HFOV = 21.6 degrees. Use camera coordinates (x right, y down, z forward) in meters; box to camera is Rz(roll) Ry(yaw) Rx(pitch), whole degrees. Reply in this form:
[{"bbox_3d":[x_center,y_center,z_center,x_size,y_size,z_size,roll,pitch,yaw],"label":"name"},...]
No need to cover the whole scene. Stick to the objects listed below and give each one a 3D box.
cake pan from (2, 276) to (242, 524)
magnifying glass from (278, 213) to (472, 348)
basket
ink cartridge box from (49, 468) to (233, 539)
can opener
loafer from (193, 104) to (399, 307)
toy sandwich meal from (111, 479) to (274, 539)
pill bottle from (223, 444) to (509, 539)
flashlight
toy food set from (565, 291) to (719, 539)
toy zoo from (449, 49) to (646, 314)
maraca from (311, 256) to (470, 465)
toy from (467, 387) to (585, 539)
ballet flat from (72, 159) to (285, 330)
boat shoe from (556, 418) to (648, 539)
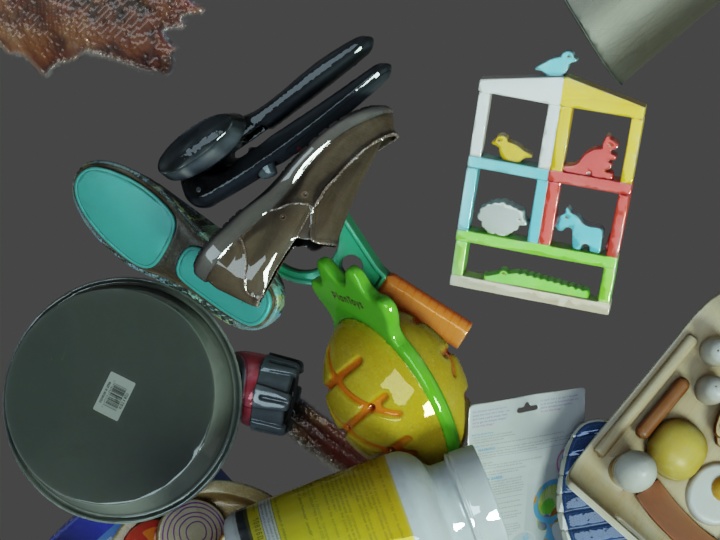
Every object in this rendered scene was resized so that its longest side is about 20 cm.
[{"bbox_3d":[-0.195,0.102,1.509,0.200,0.037,0.200,-1,82,8],"label":"cake pan"},{"bbox_3d":[0.000,0.000,1.526,0.200,0.022,0.080,32,109,2],"label":"magnifying glass"},{"bbox_3d":[0.229,-0.260,1.352,0.200,0.136,0.180,-29,91,14],"label":"basket"},{"bbox_3d":[-0.164,0.228,1.595,0.136,0.076,0.200,-42,91,19],"label":"ink cartridge box"},{"bbox_3d":[-0.063,-0.114,1.490,0.200,0.079,0.063,-29,89,8],"label":"can opener"},{"bbox_3d":[-0.038,-0.047,1.471,0.200,0.073,0.071,-44,86,-4],"label":"loafer"},{"bbox_3d":[-0.111,0.264,1.505,0.205,0.070,0.205,0,90,-5],"label":"toy sandwich meal"},{"bbox_3d":[0.005,0.203,1.424,0.200,0.112,0.112,-21,100,-1],"label":"pill bottle"},{"bbox_3d":[-0.150,0.085,1.552,0.200,0.068,0.068,11,68,5],"label":"flashlight"},{"bbox_3d":[0.272,0.135,1.450,0.143,0.060,0.200,41,83,-1],"label":"toy food set"},{"bbox_3d":[0.148,-0.073,1.474,0.131,0.020,0.200,11,107,9],"label":"toy zoo"},{"bbox_3d":[0.020,0.078,1.485,0.107,0.137,0.200,-36,115,-25],"label":"maraca"},{"bbox_3d":[0.119,0.193,1.523,0.047,0.115,0.200,17,110,55],"label":"toy"},{"bbox_3d":[-0.145,-0.021,1.529,0.200,0.074,0.074,39,109,5],"label":"ballet flat"},{"bbox_3d":[0.199,0.219,1.509,0.072,0.072,0.200,-6,84,11],"label":"boat shoe"}]
